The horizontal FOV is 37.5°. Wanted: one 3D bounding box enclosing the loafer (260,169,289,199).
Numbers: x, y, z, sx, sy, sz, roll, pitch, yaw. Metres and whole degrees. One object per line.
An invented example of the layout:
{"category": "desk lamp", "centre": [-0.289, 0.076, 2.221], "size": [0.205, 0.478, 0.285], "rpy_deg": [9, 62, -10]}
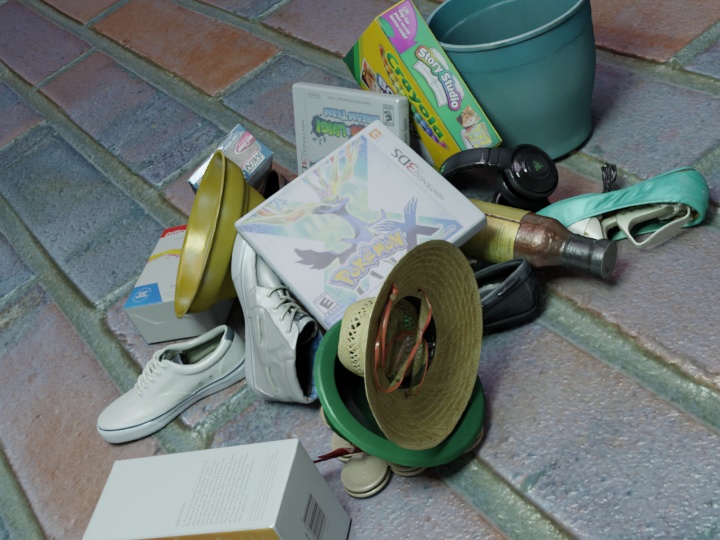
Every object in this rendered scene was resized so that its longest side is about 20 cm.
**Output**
{"category": "loafer", "centre": [-0.120, -0.056, 1.391], "size": [0.072, 0.063, 0.200], "rpy_deg": [-15, 37, 16]}

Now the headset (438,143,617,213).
{"category": "headset", "centre": [0.188, -0.099, 1.200], "size": [0.200, 0.124, 0.094], "rpy_deg": [10, 61, 7]}

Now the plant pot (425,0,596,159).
{"category": "plant pot", "centre": [0.199, -0.241, 1.301], "size": [0.200, 0.188, 0.200], "rpy_deg": [-15, 34, 10]}

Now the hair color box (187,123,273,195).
{"category": "hair color box", "centre": [-0.171, -0.126, 1.414], "size": [0.100, 0.061, 0.200], "rpy_deg": [-49, 3, -6]}

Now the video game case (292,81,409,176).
{"category": "video game case", "centre": [-0.012, -0.136, 1.330], "size": [0.024, 0.182, 0.200], "rpy_deg": [-19, 25, -39]}

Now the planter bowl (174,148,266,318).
{"category": "planter bowl", "centre": [-0.150, -0.034, 1.228], "size": [0.083, 0.201, 0.201], "rpy_deg": [14, 32, -17]}

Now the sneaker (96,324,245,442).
{"category": "sneaker", "centre": [-0.223, 0.124, 1.225], "size": [0.200, 0.071, 0.073], "rpy_deg": [-31, 35, -5]}

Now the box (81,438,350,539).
{"category": "box", "centre": [-0.130, 0.239, 0.972], "size": [0.200, 0.125, 0.098], "rpy_deg": [-11, 39, 23]}

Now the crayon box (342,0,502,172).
{"category": "crayon box", "centre": [0.070, -0.209, 1.290], "size": [0.058, 0.200, 0.173], "rpy_deg": [-35, 4, -12]}

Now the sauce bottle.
{"category": "sauce bottle", "centre": [0.172, -0.031, 1.128], "size": [0.200, 0.066, 0.066], "rpy_deg": [18, 54, 33]}

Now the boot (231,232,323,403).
{"category": "boot", "centre": [-0.080, 0.044, 1.138], "size": [0.073, 0.200, 0.095], "rpy_deg": [-13, 10, -43]}

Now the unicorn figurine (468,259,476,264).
{"category": "unicorn figurine", "centre": [0.000, 0.000, 1.141], "size": [0.200, 0.137, 0.074], "rpy_deg": [34, 36, 9]}

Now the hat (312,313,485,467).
{"category": "hat", "centre": [-0.002, 0.152, 1.055], "size": [0.200, 0.176, 0.166], "rpy_deg": [14, 51, -16]}

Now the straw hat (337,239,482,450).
{"category": "straw hat", "centre": [0.026, 0.062, 0.954], "size": [0.085, 0.201, 0.201], "rpy_deg": [4, 46, 34]}

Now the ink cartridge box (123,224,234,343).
{"category": "ink cartridge box", "centre": [-0.215, -0.003, 1.384], "size": [0.116, 0.067, 0.200], "rpy_deg": [-10, 38, 23]}

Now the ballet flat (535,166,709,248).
{"category": "ballet flat", "centre": [0.273, -0.051, 1.130], "size": [0.200, 0.067, 0.071], "rpy_deg": [-17, 50, 18]}

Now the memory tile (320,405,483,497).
{"category": "memory tile", "centre": [0.034, 0.138, 1.087], "size": [0.153, 0.017, 0.200], "rpy_deg": [-25, 36, 3]}

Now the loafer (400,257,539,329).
{"category": "loafer", "centre": [0.087, 0.038, 1.103], "size": [0.200, 0.070, 0.068], "rpy_deg": [-19, 35, 1]}

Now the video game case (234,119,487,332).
{"category": "video game case", "centre": [-0.002, -0.048, 1.100], "size": [0.200, 0.022, 0.182], "rpy_deg": [-38, 59, -12]}
